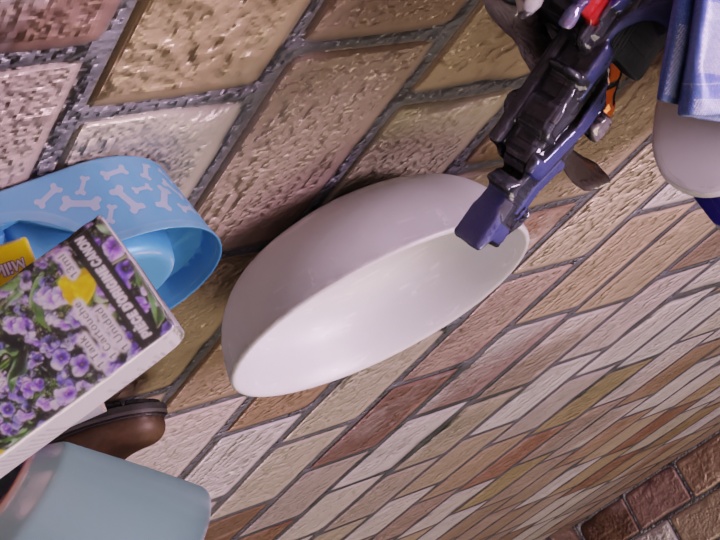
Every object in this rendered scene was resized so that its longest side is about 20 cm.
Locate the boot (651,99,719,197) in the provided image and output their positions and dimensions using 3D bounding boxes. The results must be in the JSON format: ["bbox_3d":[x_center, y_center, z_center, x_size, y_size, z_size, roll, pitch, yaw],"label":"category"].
[{"bbox_3d":[0.212,-0.121,0.695,0.201,0.073,0.096,-61,163,1],"label":"boot"}]

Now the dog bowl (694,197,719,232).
[{"bbox_3d":[0.272,-0.103,0.792,0.200,0.079,0.200,-40,-172,7],"label":"dog bowl"}]

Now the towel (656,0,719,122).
[{"bbox_3d":[0.207,-0.131,0.605,0.199,0.148,0.024,0,-168,-41],"label":"towel"}]

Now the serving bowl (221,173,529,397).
[{"bbox_3d":[0.000,0.000,0.835,0.199,0.066,0.200,-25,161,-9],"label":"serving bowl"}]

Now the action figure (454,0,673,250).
[{"bbox_3d":[0.086,-0.104,0.624,0.201,0.104,0.193,-53,156,-3],"label":"action figure"}]

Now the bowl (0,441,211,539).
[{"bbox_3d":[-0.191,0.181,0.819,0.201,0.105,0.201,-47,-166,15],"label":"bowl"}]

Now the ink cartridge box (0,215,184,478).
[{"bbox_3d":[-0.157,0.062,0.496,0.199,0.051,0.109,-36,179,-8],"label":"ink cartridge box"}]

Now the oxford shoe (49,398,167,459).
[{"bbox_3d":[-0.203,0.155,0.941,0.199,0.085,0.073,-35,159,17],"label":"oxford shoe"}]

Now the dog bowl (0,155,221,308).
[{"bbox_3d":[-0.165,0.006,0.643,0.199,0.050,0.112,-23,162,-17],"label":"dog bowl"}]

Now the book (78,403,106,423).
[{"bbox_3d":[-0.248,0.094,0.773,0.199,0.048,0.134,-23,163,-8],"label":"book"}]

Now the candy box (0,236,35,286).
[{"bbox_3d":[-0.190,0.054,0.614,0.101,0.027,0.200,-19,160,-19],"label":"candy box"}]
